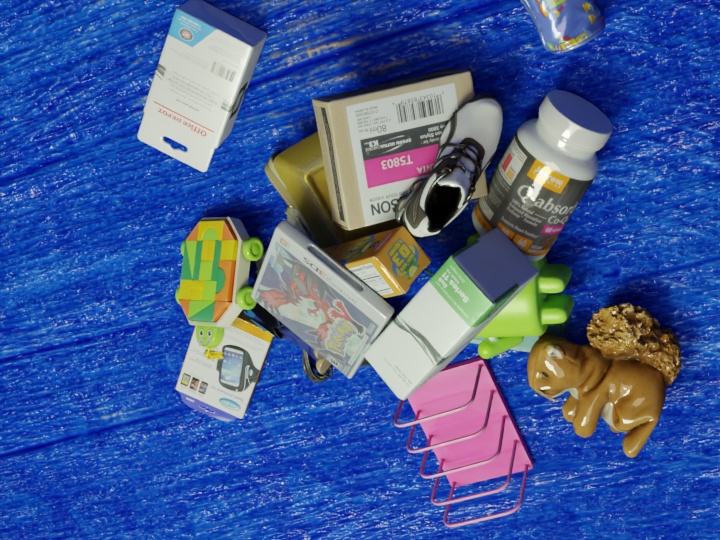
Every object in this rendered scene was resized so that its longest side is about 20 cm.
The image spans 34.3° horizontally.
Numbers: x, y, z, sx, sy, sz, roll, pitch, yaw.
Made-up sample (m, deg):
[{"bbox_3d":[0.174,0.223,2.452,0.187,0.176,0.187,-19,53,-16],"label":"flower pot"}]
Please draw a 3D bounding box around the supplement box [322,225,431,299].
[{"bbox_3d":[0.000,0.000,1.491,0.069,0.067,0.199,52,148,-18],"label":"supplement box"}]

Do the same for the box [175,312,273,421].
[{"bbox_3d":[-0.210,0.141,1.805,0.118,0.042,0.202,24,123,1],"label":"box"}]

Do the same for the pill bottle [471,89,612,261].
[{"bbox_3d":[0.233,-0.121,1.493,0.115,0.117,0.201,27,122,0],"label":"pill bottle"}]

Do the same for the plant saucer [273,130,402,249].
[{"bbox_3d":[0.013,-0.108,1.558,0.198,0.049,0.201,-29,108,3],"label":"plant saucer"}]

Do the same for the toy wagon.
[{"bbox_3d":[-0.209,0.026,1.668,0.154,0.039,0.203,1,82,44],"label":"toy wagon"}]

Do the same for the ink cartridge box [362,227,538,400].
[{"bbox_3d":[0.113,0.055,1.472,0.083,0.146,0.200,47,123,9],"label":"ink cartridge box"}]

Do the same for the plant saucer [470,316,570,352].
[{"bbox_3d":[0.197,0.081,1.670,0.197,0.019,0.071,9,119,12],"label":"plant saucer"}]

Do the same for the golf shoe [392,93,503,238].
[{"bbox_3d":[0.124,-0.122,1.423,0.077,0.094,0.202,31,90,-20],"label":"golf shoe"}]

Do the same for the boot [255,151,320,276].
[{"bbox_3d":[-0.101,-0.055,1.652,0.154,0.072,0.200,-33,105,31],"label":"boot"}]

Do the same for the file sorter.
[{"bbox_3d":[0.149,0.258,1.715,0.137,0.126,0.202,-18,112,23],"label":"file sorter"}]

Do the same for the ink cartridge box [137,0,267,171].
[{"bbox_3d":[-0.217,-0.250,1.578,0.115,0.067,0.201,26,121,0],"label":"ink cartridge box"}]

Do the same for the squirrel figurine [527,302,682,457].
[{"bbox_3d":[0.331,0.126,1.598,0.185,0.142,0.202,30,106,0],"label":"squirrel figurine"}]

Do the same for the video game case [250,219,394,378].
[{"bbox_3d":[-0.055,0.042,1.521,0.182,0.023,0.200,39,150,6],"label":"video game case"}]

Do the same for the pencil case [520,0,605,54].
[{"bbox_3d":[0.214,-0.354,1.393,0.086,0.078,0.201,-35,106,-2],"label":"pencil case"}]

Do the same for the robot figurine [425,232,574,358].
[{"bbox_3d":[0.187,0.032,1.585,0.197,0.116,0.178,-2,109,21],"label":"robot figurine"}]

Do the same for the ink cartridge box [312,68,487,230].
[{"bbox_3d":[0.052,-0.156,1.482,0.197,0.075,0.167,-15,105,-15],"label":"ink cartridge box"}]

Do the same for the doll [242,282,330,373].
[{"bbox_3d":[-0.122,0.064,1.674,0.199,0.049,0.137,32,152,23],"label":"doll"}]

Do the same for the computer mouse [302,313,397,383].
[{"bbox_3d":[-0.010,0.092,1.719,0.198,0.053,0.140,-7,115,31],"label":"computer mouse"}]
